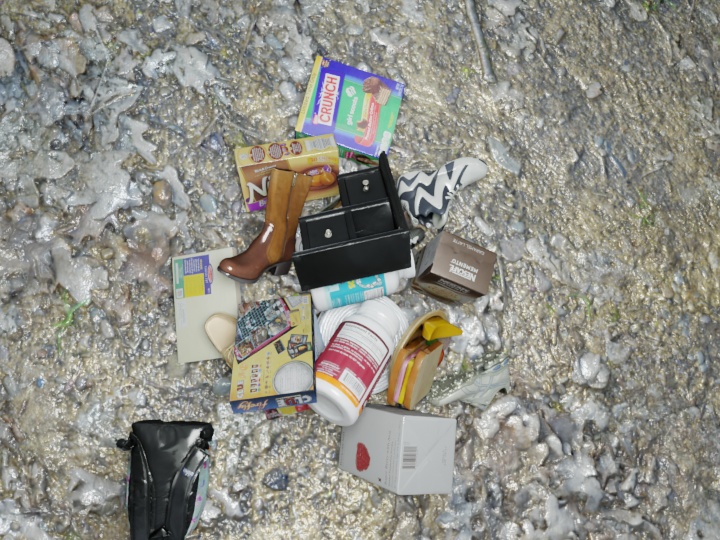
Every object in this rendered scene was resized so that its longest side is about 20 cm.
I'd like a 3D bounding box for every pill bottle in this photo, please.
[{"bbox_3d":[-0.010,0.155,0.975,0.112,0.113,0.202,36,56,-1],"label":"pill bottle"},{"bbox_3d":[0.000,0.000,1.035,0.194,0.111,0.114,-14,83,-3],"label":"pill bottle"}]

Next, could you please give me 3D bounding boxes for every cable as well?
[{"bbox_3d":[0.003,0.138,1.090,0.197,0.069,0.203,-33,86,-11],"label":"cable"}]

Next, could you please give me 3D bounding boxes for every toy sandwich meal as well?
[{"bbox_3d":[0.122,0.169,1.042,0.069,0.206,0.208,27,75,32],"label":"toy sandwich meal"}]

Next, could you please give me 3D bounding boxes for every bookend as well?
[{"bbox_3d":[-0.026,-0.089,0.977,0.192,0.093,0.204,-11,51,-1],"label":"bookend"}]

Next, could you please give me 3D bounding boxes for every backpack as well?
[{"bbox_3d":[-0.331,0.370,0.981,0.161,0.127,0.207,1,81,4],"label":"backpack"}]

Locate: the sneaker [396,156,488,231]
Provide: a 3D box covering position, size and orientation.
[{"bbox_3d":[0.178,-0.146,1.144,0.193,0.080,0.133,-12,72,-9],"label":"sneaker"}]

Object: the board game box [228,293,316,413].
[{"bbox_3d":[-0.141,0.131,0.922,0.131,0.035,0.203,-7,44,0],"label":"board game box"}]

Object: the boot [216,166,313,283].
[{"bbox_3d":[-0.168,-0.084,1.019,0.068,0.185,0.205,31,113,34],"label":"boot"}]

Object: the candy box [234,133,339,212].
[{"bbox_3d":[-0.140,-0.191,1.096,0.194,0.118,0.057,-12,52,-10],"label":"candy box"}]

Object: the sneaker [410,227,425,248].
[{"bbox_3d":[0.035,-0.060,1.128,0.195,0.066,0.093,-24,87,-8],"label":"sneaker"}]

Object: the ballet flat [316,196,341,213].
[{"bbox_3d":[-0.032,-0.119,1.129,0.198,0.064,0.068,-39,82,-12],"label":"ballet flat"}]

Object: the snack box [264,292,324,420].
[{"bbox_3d":[-0.134,0.160,1.046,0.139,0.053,0.206,-19,82,22],"label":"snack box"}]

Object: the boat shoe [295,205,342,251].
[{"bbox_3d":[-0.035,-0.082,1.069,0.198,0.065,0.074,-37,121,-7],"label":"boat shoe"}]

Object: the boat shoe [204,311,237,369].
[{"bbox_3d":[-0.203,0.147,0.992,0.199,0.069,0.074,40,85,7],"label":"boat shoe"}]

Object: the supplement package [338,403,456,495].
[{"bbox_3d":[0.060,0.308,0.990,0.117,0.198,0.125,11,79,-30],"label":"supplement package"}]

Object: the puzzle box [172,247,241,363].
[{"bbox_3d":[-0.289,0.066,1.065,0.129,0.025,0.207,-8,82,12],"label":"puzzle box"}]

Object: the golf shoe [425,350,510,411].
[{"bbox_3d":[0.220,0.236,1.090,0.195,0.078,0.100,-20,97,-23],"label":"golf shoe"}]

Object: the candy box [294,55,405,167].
[{"bbox_3d":[-0.023,-0.324,1.157,0.194,0.077,0.174,16,80,-4],"label":"candy box"}]

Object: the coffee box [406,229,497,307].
[{"bbox_3d":[0.167,0.003,1.067,0.111,0.200,0.082,21,78,-3],"label":"coffee box"}]
